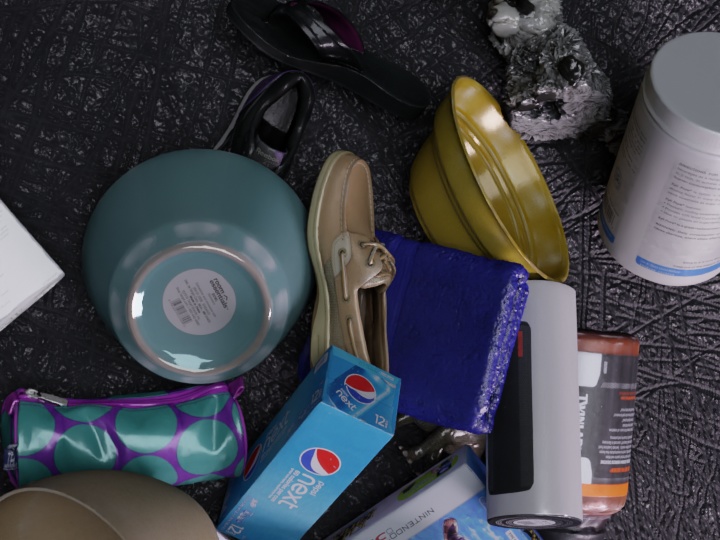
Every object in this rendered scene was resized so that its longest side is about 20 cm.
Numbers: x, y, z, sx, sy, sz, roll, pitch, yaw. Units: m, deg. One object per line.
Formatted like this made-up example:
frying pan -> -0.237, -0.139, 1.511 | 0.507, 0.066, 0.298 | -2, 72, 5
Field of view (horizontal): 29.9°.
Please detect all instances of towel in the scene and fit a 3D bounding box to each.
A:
towel -> 0.045, 0.047, 1.147 | 0.049, 0.200, 0.148 | 14, 90, -52

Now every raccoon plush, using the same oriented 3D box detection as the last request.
raccoon plush -> 0.184, -0.187, 1.246 | 0.200, 0.097, 0.134 | 32, 45, -51

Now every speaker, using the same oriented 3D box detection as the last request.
speaker -> 0.144, 0.111, 1.130 | 0.081, 0.081, 0.201 | 7, 71, -15

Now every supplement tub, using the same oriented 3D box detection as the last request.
supplement tub -> 0.193, 0.152, 1.219 | 0.107, 0.107, 0.201 | 5, 88, -15
supplement tub -> 0.291, -0.093, 1.183 | 0.131, 0.200, 0.132 | 4, 52, -5

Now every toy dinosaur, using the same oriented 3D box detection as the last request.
toy dinosaur -> 0.073, 0.128, 1.204 | 0.102, 0.077, 0.200 | -34, 96, -5

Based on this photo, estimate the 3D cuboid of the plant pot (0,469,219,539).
plant pot -> -0.186, 0.238, 1.058 | 0.134, 0.200, 0.201 | -28, 99, -55

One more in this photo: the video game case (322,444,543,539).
video game case -> 0.080, 0.282, 1.184 | 0.181, 0.045, 0.200 | -36, 100, 15

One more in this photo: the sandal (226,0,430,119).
sandal -> -0.021, -0.200, 1.177 | 0.200, 0.075, 0.048 | 23, 126, -20

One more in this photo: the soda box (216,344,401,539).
soda box -> -0.045, 0.154, 1.115 | 0.068, 0.200, 0.064 | 26, 41, -14

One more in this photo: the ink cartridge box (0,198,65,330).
ink cartridge box -> -0.349, -0.037, 1.105 | 0.109, 0.050, 0.200 | -41, 99, -11

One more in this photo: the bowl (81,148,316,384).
bowl -> -0.131, 0.013, 1.098 | 0.200, 0.105, 0.201 | -2, 114, -5

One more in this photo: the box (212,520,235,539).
box -> -0.078, 0.291, 1.182 | 0.200, 0.039, 0.041 | 43, 83, -11

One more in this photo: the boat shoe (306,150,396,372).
boat shoe -> 0.000, 0.000, 1.121 | 0.071, 0.064, 0.201 | -1, 91, -58

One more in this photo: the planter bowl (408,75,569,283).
planter bowl -> 0.100, -0.064, 1.184 | 0.083, 0.200, 0.201 | -26, 98, 23

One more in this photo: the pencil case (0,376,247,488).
pencil case -> -0.197, 0.137, 1.127 | 0.199, 0.085, 0.093 | -2, 114, -15

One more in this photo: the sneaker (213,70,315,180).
sneaker -> -0.101, -0.083, 1.150 | 0.076, 0.088, 0.201 | 25, 84, -14
